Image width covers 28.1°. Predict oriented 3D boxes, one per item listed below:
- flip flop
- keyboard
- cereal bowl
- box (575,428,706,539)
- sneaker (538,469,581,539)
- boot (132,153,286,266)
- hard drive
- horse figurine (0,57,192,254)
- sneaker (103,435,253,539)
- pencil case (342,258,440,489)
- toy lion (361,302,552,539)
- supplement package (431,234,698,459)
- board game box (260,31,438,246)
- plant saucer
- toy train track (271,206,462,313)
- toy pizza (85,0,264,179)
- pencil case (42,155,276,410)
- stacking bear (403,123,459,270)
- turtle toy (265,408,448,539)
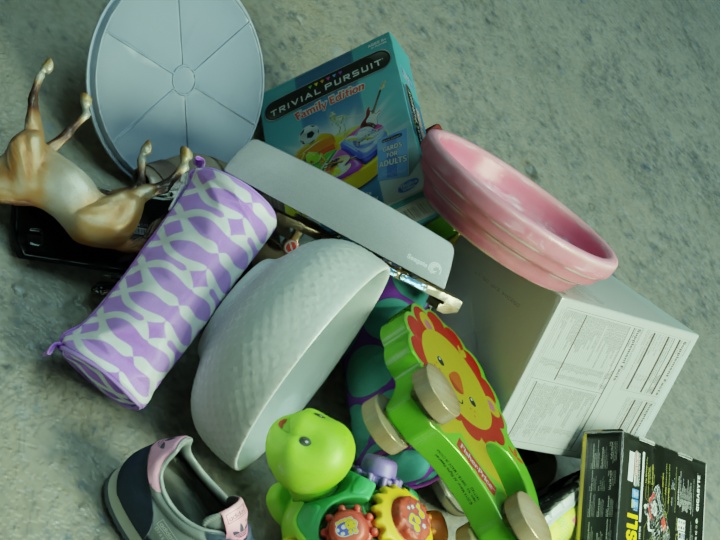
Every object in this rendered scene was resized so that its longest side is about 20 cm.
[{"bbox_3d":[0.126,0.176,1.332,0.199,0.058,0.081,2,56,-48],"label":"flip flop"},{"bbox_3d":[-0.185,-0.012,1.165,0.199,0.040,0.105,9,56,-20],"label":"keyboard"},{"bbox_3d":[-0.067,0.053,1.123,0.083,0.200,0.200,36,33,9],"label":"cereal bowl"},{"bbox_3d":[0.257,0.259,1.319,0.159,0.049,0.201,22,68,-44],"label":"box"},{"bbox_3d":[0.198,0.245,1.334,0.200,0.078,0.091,-20,82,-50],"label":"sneaker"},{"bbox_3d":[-0.121,-0.007,1.234,0.146,0.070,0.201,1,62,-37],"label":"boot"},{"bbox_3d":[-0.013,-0.048,1.193,0.199,0.042,0.135,28,2,1],"label":"hard drive"},{"bbox_3d":[-0.217,-0.072,1.126,0.200,0.050,0.133,34,63,-10],"label":"horse figurine"},{"bbox_3d":[-0.099,0.208,1.027,0.200,0.082,0.070,50,34,0],"label":"sneaker"},{"bbox_3d":[0.031,0.093,1.277,0.092,0.085,0.201,-7,52,1],"label":"pencil case"},{"bbox_3d":[0.081,0.125,1.175,0.200,0.069,0.192,54,19,-6],"label":"toy lion"},{"bbox_3d":[0.177,0.074,1.358,0.199,0.151,0.152,15,17,-39],"label":"supplement package"},{"bbox_3d":[-0.013,-0.113,1.366,0.047,0.150,0.201,47,25,-50],"label":"board game box"},{"bbox_3d":[0.129,-0.046,1.248,0.200,0.051,0.201,33,14,-9],"label":"plant saucer"},{"bbox_3d":[0.000,0.000,1.238,0.199,0.033,0.115,25,6,-27],"label":"toy train track"},{"bbox_3d":[-0.166,-0.169,1.281,0.200,0.032,0.201,-9,102,-45],"label":"toy pizza"},{"bbox_3d":[-0.146,0.008,1.093,0.085,0.084,0.200,39,68,-15],"label":"pencil case"},{"bbox_3d":[0.082,-0.030,1.437,0.200,0.113,0.121,58,7,-6],"label":"stacking bear"},{"bbox_3d":[-0.007,0.194,1.117,0.200,0.101,0.146,48,34,-12],"label":"turtle toy"}]
